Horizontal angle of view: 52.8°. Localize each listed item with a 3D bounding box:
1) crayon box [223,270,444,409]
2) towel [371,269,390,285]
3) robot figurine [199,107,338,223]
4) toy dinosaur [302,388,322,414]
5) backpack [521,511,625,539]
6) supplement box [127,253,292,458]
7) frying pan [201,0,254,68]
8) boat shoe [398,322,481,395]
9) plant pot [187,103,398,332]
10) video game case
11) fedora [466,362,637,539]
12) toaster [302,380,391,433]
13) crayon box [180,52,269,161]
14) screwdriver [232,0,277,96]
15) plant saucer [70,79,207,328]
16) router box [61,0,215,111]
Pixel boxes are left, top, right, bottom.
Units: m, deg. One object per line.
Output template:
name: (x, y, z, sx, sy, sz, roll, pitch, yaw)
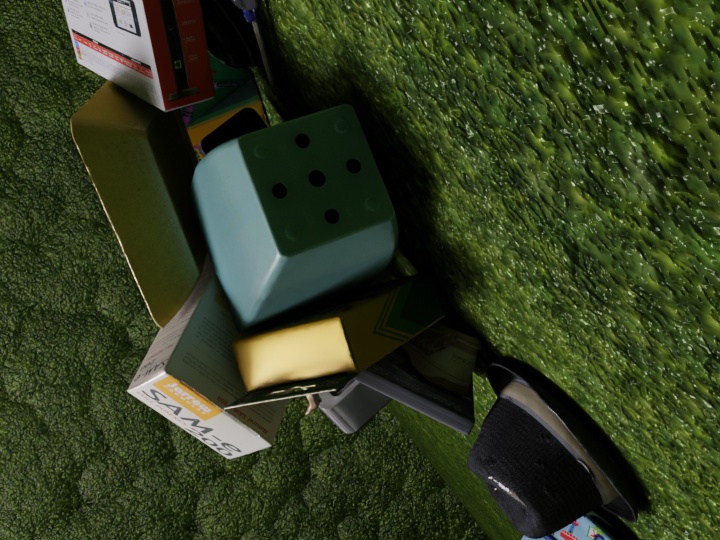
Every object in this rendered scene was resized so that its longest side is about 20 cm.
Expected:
crayon box: (-0.023, 0.057, 0.653, 0.200, 0.125, 0.052, -25, -82, -57)
towel: (0.000, 0.000, 0.802, 0.018, 0.086, 0.200, 22, 162, 16)
robot figurine: (-0.094, -0.079, 0.808, 0.200, 0.124, 0.150, 54, -149, -16)
toy dinosaur: (-0.068, 0.073, 0.835, 0.136, 0.086, 0.200, 55, -167, -18)
backpack: (0.250, 0.354, 0.788, 0.201, 0.134, 0.183, 55, 171, -5)
supplement box: (-0.120, 0.061, 0.708, 0.073, 0.201, 0.126, -26, 122, 40)
frying pan: (-0.169, -0.277, 0.721, 0.190, 0.031, 0.115, 54, 171, -36)
boat shoe: (0.072, 0.065, 0.797, 0.073, 0.063, 0.200, 21, -170, -30)
plant pot: (-0.052, -0.046, 0.590, 0.200, 0.140, 0.142, 147, 103, -74)
video game case: (0.054, 0.107, 0.778, 0.142, 0.019, 0.200, 26, -170, 5)
fedora: (0.155, 0.178, 0.666, 0.201, 0.091, 0.201, 50, 172, 10)
toaster: (-0.026, 0.154, 1.221, 0.181, 0.200, 0.119, 45, 175, 39)
crayon box: (-0.178, -0.174, 0.887, 0.058, 0.119, 0.200, 49, 172, 11)
screwdriver: (-0.087, -0.195, 0.586, 0.029, 0.028, 0.200, 21, 165, 3)
plant saucer: (-0.187, -0.081, 0.686, 0.200, 0.048, 0.201, -98, -7, -61)
router box: (-0.202, -0.247, 0.604, 0.200, 0.049, 0.181, 33, 137, 43)
